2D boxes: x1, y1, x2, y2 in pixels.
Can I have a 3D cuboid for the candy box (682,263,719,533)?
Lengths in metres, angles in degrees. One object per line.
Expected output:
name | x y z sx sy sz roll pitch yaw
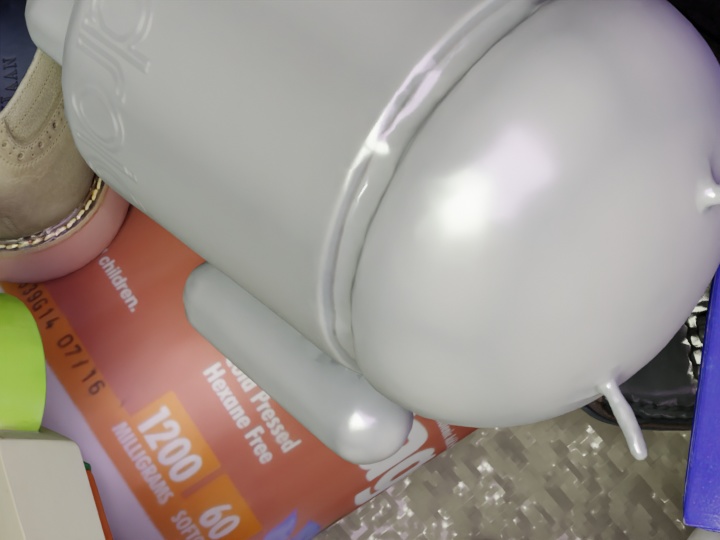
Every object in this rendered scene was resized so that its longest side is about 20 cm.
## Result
candy box | 0.176 -0.024 0.655 0.169 0.077 0.200 9 119 8

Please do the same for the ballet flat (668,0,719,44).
ballet flat | 0.076 -0.122 0.760 0.066 0.057 0.200 -32 130 32

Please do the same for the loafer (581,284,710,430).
loafer | 0.158 0.004 0.796 0.200 0.063 0.072 -13 95 -6

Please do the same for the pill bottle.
pill bottle | 0.000 0.000 0.755 0.200 0.112 0.112 -34 94 -4

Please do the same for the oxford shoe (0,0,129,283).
oxford shoe | -0.104 -0.099 0.729 0.071 0.074 0.200 -18 62 2

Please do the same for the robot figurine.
robot figurine | 0.008 -0.038 0.640 0.200 0.113 0.170 35 122 30

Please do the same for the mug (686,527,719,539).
mug | 0.167 0.129 0.715 0.200 0.175 0.148 31 116 -15

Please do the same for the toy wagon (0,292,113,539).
toy wagon | -0.100 0.088 0.650 0.040 0.155 0.200 6 96 -36
